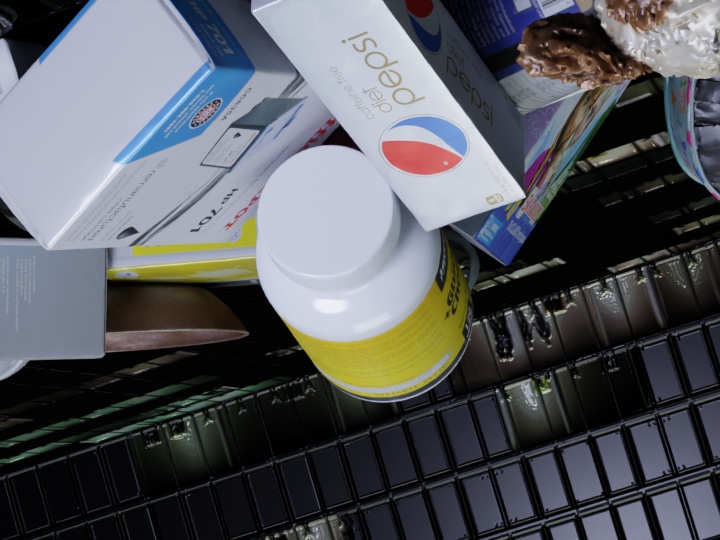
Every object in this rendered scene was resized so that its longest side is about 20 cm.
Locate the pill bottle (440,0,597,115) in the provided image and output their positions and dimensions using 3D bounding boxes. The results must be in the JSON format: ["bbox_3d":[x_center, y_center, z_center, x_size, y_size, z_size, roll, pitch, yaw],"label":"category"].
[{"bbox_3d":[0.088,-0.148,1.449,0.199,0.113,0.112,-22,171,36],"label":"pill bottle"}]

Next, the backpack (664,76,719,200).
[{"bbox_3d":[0.320,-0.133,1.809,0.199,0.179,0.151,-9,-161,-11],"label":"backpack"}]

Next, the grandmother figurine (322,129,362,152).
[{"bbox_3d":[-0.011,-0.071,1.673,0.121,0.061,0.199,-33,156,32],"label":"grandmother figurine"}]

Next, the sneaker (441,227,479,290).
[{"bbox_3d":[0.031,-0.003,1.728,0.096,0.079,0.200,-45,-172,-29],"label":"sneaker"}]

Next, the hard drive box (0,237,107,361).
[{"bbox_3d":[-0.280,0.017,1.539,0.155,0.077,0.199,2,180,39],"label":"hard drive box"}]

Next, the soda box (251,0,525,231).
[{"bbox_3d":[0.019,-0.111,1.361,0.068,0.064,0.200,-19,135,22],"label":"soda box"}]

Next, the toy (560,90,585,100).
[{"bbox_3d":[0.102,-0.158,1.557,0.199,0.047,0.115,-18,127,16],"label":"toy"}]

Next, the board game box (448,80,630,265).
[{"bbox_3d":[0.128,-0.104,1.686,0.200,0.041,0.200,-57,169,2],"label":"board game box"}]

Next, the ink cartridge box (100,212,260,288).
[{"bbox_3d":[-0.070,-0.016,1.672,0.198,0.047,0.198,-3,174,1],"label":"ink cartridge box"}]

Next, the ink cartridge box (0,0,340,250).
[{"bbox_3d":[-0.101,-0.090,1.389,0.146,0.086,0.200,-45,162,21],"label":"ink cartridge box"}]

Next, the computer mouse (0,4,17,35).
[{"bbox_3d":[-0.283,-0.099,1.248,0.199,0.053,0.138,-25,180,-39],"label":"computer mouse"}]

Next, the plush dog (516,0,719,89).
[{"bbox_3d":[0.143,-0.173,1.166,0.199,0.173,0.160,-22,171,29],"label":"plush dog"}]

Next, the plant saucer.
[{"bbox_3d":[-0.177,0.034,1.712,0.199,0.037,0.200,-4,176,0],"label":"plant saucer"}]

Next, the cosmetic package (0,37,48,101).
[{"bbox_3d":[-0.245,-0.076,1.473,0.199,0.052,0.151,-20,174,23],"label":"cosmetic package"}]

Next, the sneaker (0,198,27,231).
[{"bbox_3d":[-0.160,-0.075,1.584,0.199,0.076,0.092,-21,167,17],"label":"sneaker"}]

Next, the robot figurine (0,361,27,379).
[{"bbox_3d":[-0.307,0.030,1.829,0.169,0.114,0.200,24,-166,27],"label":"robot figurine"}]

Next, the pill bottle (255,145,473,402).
[{"bbox_3d":[0.000,0.000,1.492,0.111,0.113,0.200,-18,158,5],"label":"pill bottle"}]

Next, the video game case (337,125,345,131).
[{"bbox_3d":[0.004,-0.093,1.745,0.199,0.024,0.182,-3,145,-48],"label":"video game case"}]
